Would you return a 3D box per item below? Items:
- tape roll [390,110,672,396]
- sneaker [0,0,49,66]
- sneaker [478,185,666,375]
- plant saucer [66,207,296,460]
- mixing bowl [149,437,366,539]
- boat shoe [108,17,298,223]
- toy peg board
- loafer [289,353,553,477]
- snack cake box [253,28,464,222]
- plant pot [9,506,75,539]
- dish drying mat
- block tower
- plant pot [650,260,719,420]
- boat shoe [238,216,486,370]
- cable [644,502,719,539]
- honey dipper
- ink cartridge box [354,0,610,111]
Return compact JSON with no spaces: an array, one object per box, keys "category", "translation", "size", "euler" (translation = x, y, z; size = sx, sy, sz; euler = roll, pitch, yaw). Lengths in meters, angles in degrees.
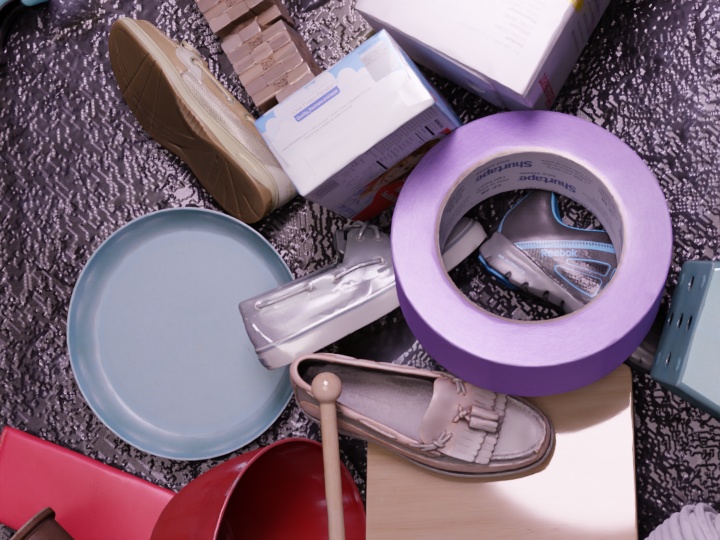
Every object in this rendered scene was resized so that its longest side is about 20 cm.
[{"category":"tape roll","translation":[0.122,-0.013,1.233],"size":[0.199,0.066,0.201],"euler":[-2,66,4]},{"category":"sneaker","translation":[-0.275,-0.260,1.395],"size":[0.080,0.071,0.200],"euler":[32,98,7]},{"category":"sneaker","translation":[0.188,0.014,1.282],"size":[0.200,0.073,0.082],"euler":[35,89,9]},{"category":"plant saucer","translation":[-0.136,0.050,1.361],"size":[0.199,0.027,0.201],"euler":[0,92,12]},{"category":"mixing bowl","translation":[-0.090,0.226,1.280],"size":[0.108,0.200,0.201],"euler":[-4,85,34]},{"category":"boat shoe","translation":[-0.124,-0.127,1.361],"size":[0.063,0.073,0.201],"euler":[-33,73,-37]},{"category":"toy peg board","translation":[0.111,0.183,1.289],"size":[0.199,0.098,0.200],"euler":[-3,71,11]},{"category":"loafer","translation":[0.040,0.103,1.245],"size":[0.199,0.063,0.072],"euler":[12,74,16]},{"category":"snack cake box","translation":[0.009,-0.100,1.258],"size":[0.115,0.200,0.067],"euler":[-36,79,7]},{"category":"plant pot","translation":[-0.225,0.320,1.294],"size":[0.198,0.200,0.200],"euler":[38,94,2]},{"category":"dish drying mat","translation":[-0.211,0.196,1.378],"size":[0.199,0.018,0.077],"euler":[20,91,12]},{"category":"block tower","translation":[-0.081,-0.186,1.347],"size":[0.058,0.054,0.200],"euler":[-31,75,11]},{"category":"plant pot","translation":[0.316,0.065,1.195],"size":[0.199,0.141,0.142],"euler":[16,90,-3]},{"category":"boat shoe","translation":[-0.001,0.000,1.301],"size":[0.200,0.070,0.072],"euler":[-30,95,-7]},{"category":"cable","translation":[0.276,0.254,1.187],"size":[0.069,0.200,0.200],"euler":[-41,103,11]},{"category":"honey dipper","translation":[-0.017,0.172,1.241],"size":[0.038,0.038,0.201],"euler":[0,103,11]},{"category":"ink cartridge box","translation":[0.115,-0.236,1.273],"size":[0.146,0.147,0.200],"euler":[29,92,11]}]
